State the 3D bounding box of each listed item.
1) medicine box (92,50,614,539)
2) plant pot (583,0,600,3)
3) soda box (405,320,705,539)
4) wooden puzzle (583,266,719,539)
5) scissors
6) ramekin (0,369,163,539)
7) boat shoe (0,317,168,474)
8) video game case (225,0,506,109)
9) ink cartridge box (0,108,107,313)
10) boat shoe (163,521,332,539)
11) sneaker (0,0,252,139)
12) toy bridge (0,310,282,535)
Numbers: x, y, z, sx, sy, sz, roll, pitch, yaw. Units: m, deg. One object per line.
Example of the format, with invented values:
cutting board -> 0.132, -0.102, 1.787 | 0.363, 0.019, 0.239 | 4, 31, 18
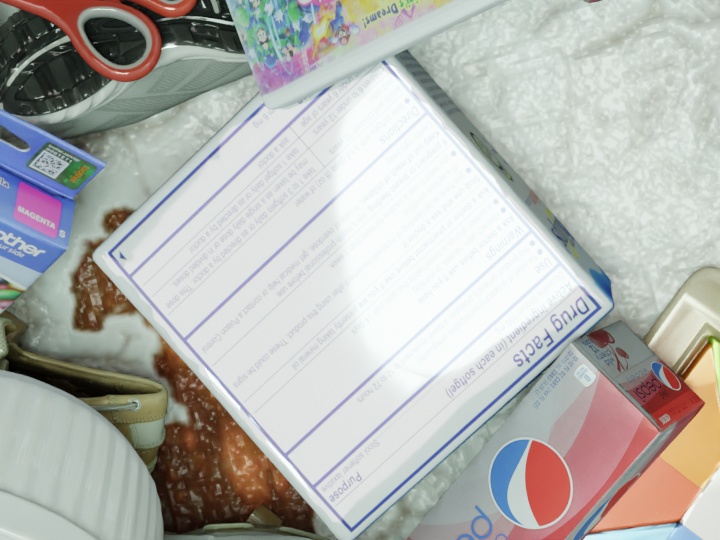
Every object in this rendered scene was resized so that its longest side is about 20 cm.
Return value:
medicine box -> 0.000, 0.000, 1.000 | 0.182, 0.103, 0.200 | -42, 90, 10
plant pot -> 0.157, -0.220, 0.899 | 0.178, 0.200, 0.201 | -26, 93, 4
soda box -> 0.082, 0.121, 0.987 | 0.063, 0.070, 0.201 | 44, 117, 15
wooden puzzle -> 0.196, 0.129, 1.022 | 0.184, 0.037, 0.201 | 36, 99, 2
scissors -> -0.181, -0.152, 0.978 | 0.198, 0.014, 0.074 | 18, 78, 1
ramekin -> -0.188, 0.138, 0.939 | 0.198, 0.106, 0.201 | 4, 134, 4
boat shoe -> -0.196, 0.056, 1.003 | 0.198, 0.072, 0.077 | 13, 118, -14
video game case -> 0.001, -0.192, 0.879 | 0.199, 0.024, 0.184 | -21, 89, 37
ink cartridge box -> -0.230, -0.015, 0.990 | 0.119, 0.042, 0.200 | 28, 132, -28
boat shoe -> -0.076, 0.169, 1.009 | 0.199, 0.068, 0.076 | -4, 91, 44
sneaker -> -0.100, -0.122, 1.021 | 0.198, 0.079, 0.075 | -18, 75, -7
toy bridge -> -0.141, 0.105, 1.067 | 0.199, 0.027, 0.067 | 37, 100, 1
